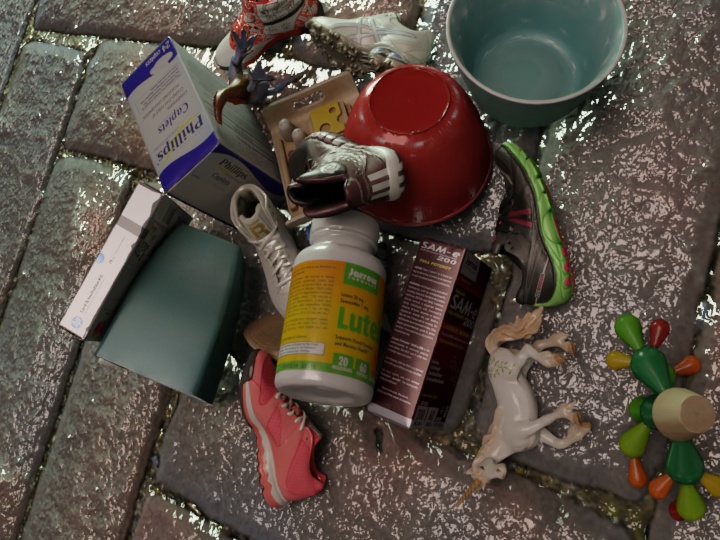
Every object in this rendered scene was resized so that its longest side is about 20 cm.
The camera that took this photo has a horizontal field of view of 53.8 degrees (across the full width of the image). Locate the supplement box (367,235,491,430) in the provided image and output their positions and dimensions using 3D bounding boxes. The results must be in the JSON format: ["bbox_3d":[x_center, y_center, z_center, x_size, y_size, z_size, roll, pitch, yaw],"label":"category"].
[{"bbox_3d":[0.083,0.076,0.816,0.060,0.108,0.205,16,86,29],"label":"supplement box"}]

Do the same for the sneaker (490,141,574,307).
[{"bbox_3d":[0.182,-0.055,0.813,0.082,0.077,0.205,-18,69,19],"label":"sneaker"}]

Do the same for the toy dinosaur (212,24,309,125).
[{"bbox_3d":[-0.171,-0.268,1.001,0.105,0.181,0.200,46,68,-4],"label":"toy dinosaur"}]

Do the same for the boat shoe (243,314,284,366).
[{"bbox_3d":[-0.079,0.113,0.918,0.197,0.066,0.072,15,41,41],"label":"boat shoe"}]

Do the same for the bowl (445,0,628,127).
[{"bbox_3d":[0.194,-0.247,0.815,0.195,0.106,0.206,-2,67,5],"label":"bowl"}]

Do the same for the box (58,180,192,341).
[{"bbox_3d":[-0.301,-0.004,0.935,0.040,0.156,0.204,26,84,3],"label":"box"}]

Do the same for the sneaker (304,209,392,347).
[{"bbox_3d":[0.000,0.000,0.900,0.084,0.077,0.203,-34,65,12],"label":"sneaker"}]

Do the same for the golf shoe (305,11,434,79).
[{"bbox_3d":[0.015,-0.317,0.981,0.198,0.079,0.098,32,75,26],"label":"golf shoe"}]

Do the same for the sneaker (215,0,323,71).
[{"bbox_3d":[-0.162,-0.375,1.056,0.197,0.107,0.069,-17,70,24],"label":"sneaker"}]

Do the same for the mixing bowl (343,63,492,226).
[{"bbox_3d":[0.061,-0.169,0.847,0.194,0.109,0.205,-4,62,6],"label":"mixing bowl"}]

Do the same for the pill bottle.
[{"bbox_3d":[-0.028,0.040,0.796,0.108,0.111,0.205,-3,67,27],"label":"pill bottle"}]

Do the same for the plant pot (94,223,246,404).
[{"bbox_3d":[-0.234,0.054,0.959,0.138,0.142,0.204,20,75,2],"label":"plant pot"}]

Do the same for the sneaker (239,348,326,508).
[{"bbox_3d":[-0.091,0.192,0.890,0.084,0.074,0.206,-10,99,12],"label":"sneaker"}]

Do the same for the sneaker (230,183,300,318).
[{"bbox_3d":[-0.116,-0.022,0.918,0.073,0.116,0.202,-32,56,5],"label":"sneaker"}]

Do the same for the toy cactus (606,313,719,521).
[{"bbox_3d":[0.295,0.136,0.664,0.099,0.165,0.206,-6,79,5],"label":"toy cactus"}]

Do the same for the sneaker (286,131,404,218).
[{"bbox_3d":[-0.051,-0.106,0.796,0.198,0.114,0.078,13,120,49],"label":"sneaker"}]

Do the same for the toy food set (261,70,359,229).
[{"bbox_3d":[-0.053,-0.165,0.950,0.140,0.061,0.204,-21,61,10],"label":"toy food set"}]

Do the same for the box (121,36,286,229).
[{"bbox_3d":[-0.213,-0.183,0.994,0.104,0.183,0.203,-35,64,14],"label":"box"}]

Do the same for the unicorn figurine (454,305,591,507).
[{"bbox_3d":[0.176,0.153,0.777,0.135,0.073,0.205,-19,55,33],"label":"unicorn figurine"}]

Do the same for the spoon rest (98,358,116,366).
[{"bbox_3d":[-0.323,0.054,1.064,0.204,0.060,0.099,-63,18,5],"label":"spoon rest"}]
